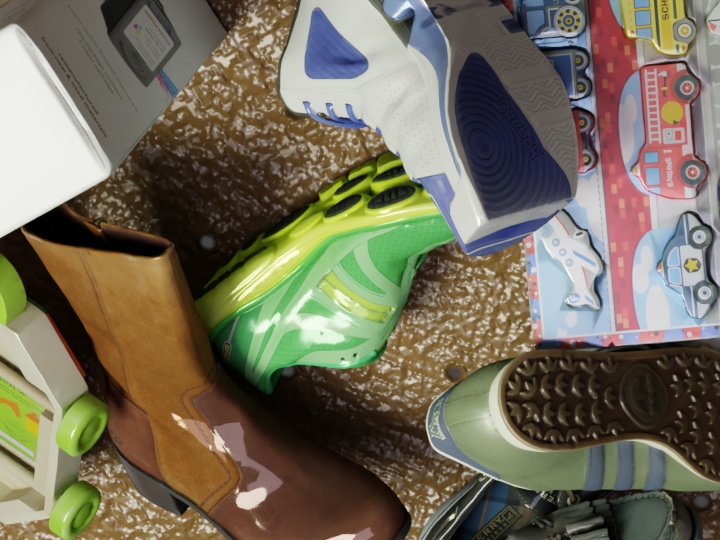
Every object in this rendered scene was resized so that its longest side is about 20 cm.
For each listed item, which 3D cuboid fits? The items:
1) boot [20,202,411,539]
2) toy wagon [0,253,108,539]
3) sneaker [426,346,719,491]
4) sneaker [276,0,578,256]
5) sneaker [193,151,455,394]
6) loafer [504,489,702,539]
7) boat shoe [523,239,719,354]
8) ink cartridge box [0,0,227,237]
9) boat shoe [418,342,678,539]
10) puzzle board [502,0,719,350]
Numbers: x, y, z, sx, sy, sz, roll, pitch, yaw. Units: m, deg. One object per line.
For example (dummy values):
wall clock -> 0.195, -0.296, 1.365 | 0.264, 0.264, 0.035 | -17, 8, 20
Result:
boot -> -0.070, 0.054, 1.267 | 0.188, 0.068, 0.201 | 24, 145, 37
toy wagon -> -0.199, 0.051, 1.316 | 0.155, 0.040, 0.201 | 32, 138, 19
sneaker -> 0.121, 0.077, 1.242 | 0.090, 0.199, 0.068 | -20, 67, 51
sneaker -> 0.025, -0.090, 1.209 | 0.115, 0.080, 0.200 | -45, 62, 48
sneaker -> 0.000, 0.000, 1.280 | 0.199, 0.074, 0.084 | -30, 109, 34
loafer -> 0.079, 0.166, 1.274 | 0.199, 0.072, 0.063 | -33, 124, 17
boat shoe -> 0.155, 0.006, 1.247 | 0.199, 0.069, 0.071 | 26, 110, -2
ink cartridge box -> -0.166, -0.082, 1.204 | 0.147, 0.200, 0.086 | -28, 105, 22
boat shoe -> 0.099, 0.112, 1.314 | 0.068, 0.057, 0.200 | 38, 116, -6
puzzle board -> 0.149, -0.066, 1.199 | 0.150, 0.017, 0.202 | -5, 92, 7
